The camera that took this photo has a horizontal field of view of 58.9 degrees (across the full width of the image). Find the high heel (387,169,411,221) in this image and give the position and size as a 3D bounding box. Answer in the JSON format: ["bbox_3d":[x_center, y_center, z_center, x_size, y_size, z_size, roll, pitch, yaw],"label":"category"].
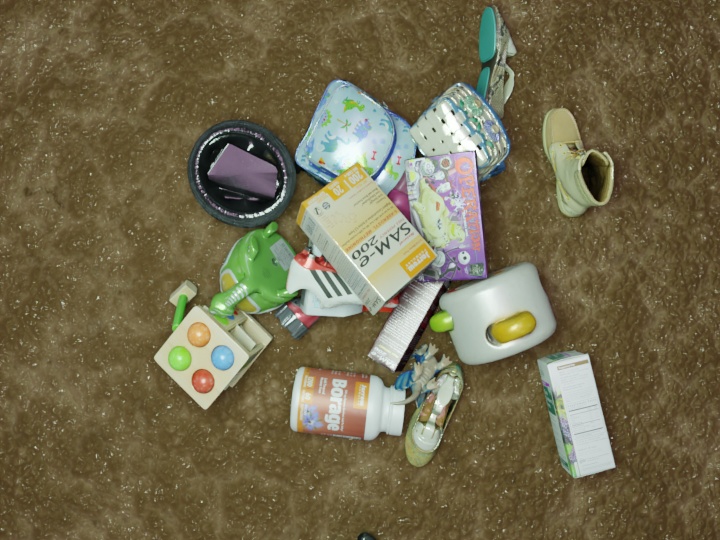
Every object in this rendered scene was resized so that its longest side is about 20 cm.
[{"bbox_3d":[0.120,-0.089,1.136,0.198,0.067,0.097,34,85,-28],"label":"high heel"}]

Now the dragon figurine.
[{"bbox_3d":[0.098,0.192,1.099,0.058,0.100,0.201,36,44,2],"label":"dragon figurine"}]

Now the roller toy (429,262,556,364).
[{"bbox_3d":[0.239,0.078,1.096,0.180,0.198,0.143,-20,88,-42],"label":"roller toy"}]

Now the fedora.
[{"bbox_3d":[-0.211,-0.170,1.162,0.195,0.092,0.206,0,88,1],"label":"fedora"}]

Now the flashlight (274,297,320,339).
[{"bbox_3d":[-0.066,0.035,1.168,0.200,0.068,0.068,-45,44,-4],"label":"flashlight"}]

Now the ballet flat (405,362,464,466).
[{"bbox_3d":[0.133,0.262,1.152,0.069,0.071,0.204,24,89,2],"label":"ballet flat"}]

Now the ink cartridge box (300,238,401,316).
[{"bbox_3d":[0.000,0.000,1.122,0.195,0.047,0.164,5,103,-21],"label":"ink cartridge box"}]

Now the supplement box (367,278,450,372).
[{"bbox_3d":[0.092,0.079,1.136,0.060,0.109,0.203,29,88,13],"label":"supplement box"}]

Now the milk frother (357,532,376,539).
[{"bbox_3d":[0.003,0.565,1.079,0.188,0.200,0.181,43,85,2],"label":"milk frother"}]

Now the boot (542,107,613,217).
[{"bbox_3d":[0.381,-0.202,1.119,0.071,0.155,0.205,-8,88,1],"label":"boot"}]

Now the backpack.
[{"bbox_3d":[-0.001,-0.217,1.133,0.197,0.147,0.186,29,93,-3],"label":"backpack"}]

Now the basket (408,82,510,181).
[{"bbox_3d":[0.182,-0.230,1.109,0.138,0.200,0.178,-37,92,27],"label":"basket"}]

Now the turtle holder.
[{"bbox_3d":[-0.182,0.021,1.118,0.131,0.188,0.140,-30,129,31],"label":"turtle holder"}]

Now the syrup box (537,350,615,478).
[{"bbox_3d":[0.383,0.252,1.141,0.080,0.079,0.205,-14,88,1],"label":"syrup box"}]

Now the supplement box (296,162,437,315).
[{"bbox_3d":[0.009,-0.051,1.008,0.125,0.074,0.201,-38,83,-24],"label":"supplement box"}]

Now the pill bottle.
[{"bbox_3d":[-0.021,0.238,1.133,0.195,0.112,0.115,6,88,1],"label":"pill bottle"}]

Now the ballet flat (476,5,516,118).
[{"bbox_3d":[0.253,-0.379,1.181,0.074,0.068,0.205,3,93,-21],"label":"ballet flat"}]

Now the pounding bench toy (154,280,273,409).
[{"bbox_3d":[-0.281,0.112,1.110,0.200,0.156,0.125,43,101,3],"label":"pounding bench toy"}]

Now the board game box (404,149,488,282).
[{"bbox_3d":[0.140,-0.085,1.036,0.117,0.032,0.205,-5,101,17],"label":"board game box"}]

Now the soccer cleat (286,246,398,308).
[{"bbox_3d":[-0.030,0.032,1.063,0.197,0.069,0.086,22,107,-20],"label":"soccer cleat"}]
